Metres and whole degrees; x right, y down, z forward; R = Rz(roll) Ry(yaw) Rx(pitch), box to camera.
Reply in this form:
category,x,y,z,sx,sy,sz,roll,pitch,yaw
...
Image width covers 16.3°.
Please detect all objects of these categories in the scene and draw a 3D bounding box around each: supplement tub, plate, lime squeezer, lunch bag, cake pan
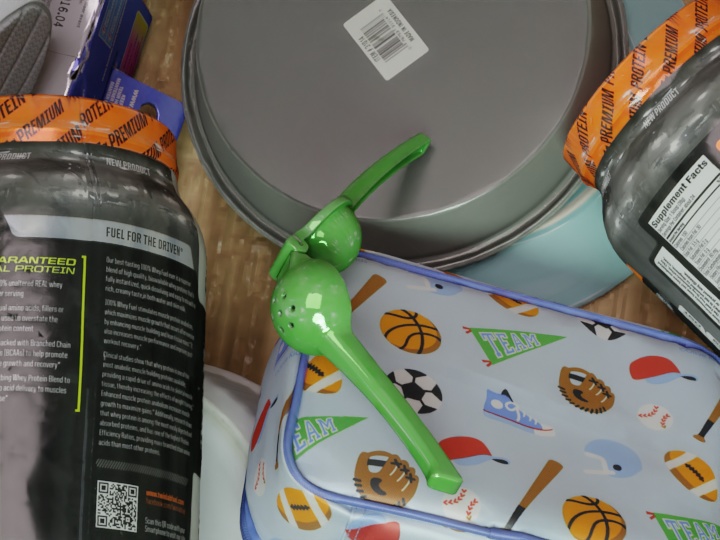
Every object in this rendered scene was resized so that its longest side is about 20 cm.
category,x,y,z,sx,sy,sz,roll,pitch,yaw
supplement tub,-0.121,0.044,0.950,0.122,0.123,0.200,-1,74,9
plate,0.055,-0.074,1.112,0.200,0.026,0.201,-3,73,9
supplement tub,0.184,-0.011,1.016,0.122,0.123,0.200,-43,75,-4
lime squeezer,0.000,0.000,0.971,0.070,0.038,0.200,4,41,-6
lunch bag,0.058,0.073,1.001,0.200,0.076,0.160,17,41,-7
cake pan,0.016,-0.098,1.093,0.200,0.037,0.201,-3,74,9

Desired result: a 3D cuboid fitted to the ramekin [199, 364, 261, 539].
category,x,y,z,sx,sy,sz,roll,pitch,yaw
ramekin,-0.100,0.127,1.044,0.202,0.094,0.203,-3,74,9

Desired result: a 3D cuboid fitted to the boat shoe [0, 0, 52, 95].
category,x,y,z,sx,sy,sz,roll,pitch,yaw
boat shoe,-0.210,-0.046,1.049,0.062,0.072,0.200,37,85,22

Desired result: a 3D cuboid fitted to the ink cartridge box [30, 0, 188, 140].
category,x,y,z,sx,sy,sz,roll,pitch,yaw
ink cartridge box,-0.182,-0.081,1.127,0.200,0.076,0.137,15,78,15
